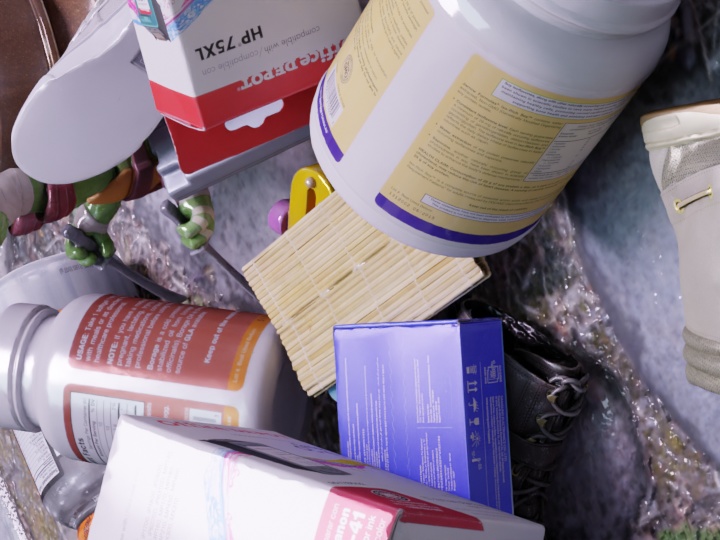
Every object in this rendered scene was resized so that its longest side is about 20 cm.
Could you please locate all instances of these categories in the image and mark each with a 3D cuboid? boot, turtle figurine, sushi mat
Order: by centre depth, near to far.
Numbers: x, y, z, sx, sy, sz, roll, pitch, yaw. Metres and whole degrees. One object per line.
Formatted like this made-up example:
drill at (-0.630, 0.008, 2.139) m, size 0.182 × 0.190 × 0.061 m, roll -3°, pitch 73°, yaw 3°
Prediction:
boot at (0.220, -0.012, 1.117) m, size 0.200 × 0.072 × 0.155 m, roll -1°, pitch 98°, yaw 57°
boot at (0.092, 0.127, 1.321) m, size 0.200 × 0.069 × 0.174 m, roll 42°, pitch 125°, yaw 34°
sushi mat at (0.000, 0.000, 1.364) m, size 0.200 × 0.012 × 0.096 m, roll -37°, pitch 76°, yaw 49°
boot at (-0.136, -0.143, 1.398) m, size 0.200 × 0.074 × 0.096 m, roll -42°, pitch 25°, yaw 18°
turtle figurine at (-0.160, -0.022, 1.480) m, size 0.144 × 0.193 × 0.201 m, roll 38°, pitch 133°, yaw 48°

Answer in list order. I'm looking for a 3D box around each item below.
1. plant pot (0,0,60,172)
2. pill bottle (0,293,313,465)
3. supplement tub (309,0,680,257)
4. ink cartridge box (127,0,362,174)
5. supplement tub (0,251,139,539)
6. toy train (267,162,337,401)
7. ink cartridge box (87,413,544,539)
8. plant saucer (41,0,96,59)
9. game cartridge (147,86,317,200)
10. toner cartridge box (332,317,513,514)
plant pot at (-0.343, -0.129, 1.673) m, size 0.200 × 0.198 × 0.201 m, roll 39°, pitch 137°, yaw 51°
pill bottle at (-0.139, 0.074, 1.497) m, size 0.199 × 0.112 × 0.113 m, roll 8°, pitch 108°, yaw 17°
supplement tub at (0.074, -0.118, 1.213) m, size 0.146 × 0.145 × 0.200 m, roll 59°, pitch 138°, yaw 23°
ink cartridge box at (-0.067, -0.158, 1.292) m, size 0.067 × 0.116 × 0.201 m, roll 26°, pitch 135°, yaw 58°
supplement tub at (-0.187, 0.096, 1.622) m, size 0.123 × 0.122 × 0.200 m, roll -46°, pitch 64°, yaw 47°
toy train at (0.019, -0.016, 1.390) m, size 0.150 × 0.056 × 0.200 m, roll 53°, pitch 137°, yaw 21°
ink cartridge box at (-0.025, 0.144, 1.231) m, size 0.200 × 0.147 × 0.086 m, roll 17°, pitch 92°, yaw 36°
plant saucer at (-0.154, -0.199, 1.572) m, size 0.200 × 0.037 × 0.201 m, roll 17°, pitch 112°, yaw 49°
game cartridge at (-0.086, -0.156, 1.433) m, size 0.133 × 0.042 × 0.201 m, roll -22°, pitch 67°, yaw 12°
toner cartridge box at (0.038, 0.128, 1.306) m, size 0.095 × 0.043 × 0.201 m, roll -3°, pitch 90°, yaw 41°
